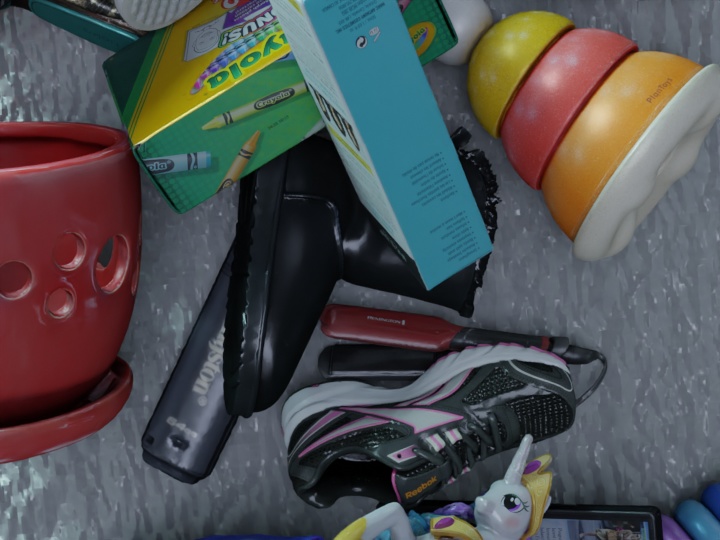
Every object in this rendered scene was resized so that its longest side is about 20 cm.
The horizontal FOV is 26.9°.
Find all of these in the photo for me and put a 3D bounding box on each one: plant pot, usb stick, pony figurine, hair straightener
[{"bbox_3d":[-0.228,0.010,0.924,0.198,0.201,0.185,-4,105,1],"label":"plant pot"},{"bbox_3d":[-0.086,0.046,1.007,0.055,0.033,0.202,25,97,-4],"label":"usb stick"},{"bbox_3d":[0.056,0.215,0.911,0.199,0.165,0.196,-19,111,-41],"label":"pony figurine"},{"bbox_3d":[0.068,0.067,1.014,0.197,0.041,0.078,3,124,-5],"label":"hair straightener"}]

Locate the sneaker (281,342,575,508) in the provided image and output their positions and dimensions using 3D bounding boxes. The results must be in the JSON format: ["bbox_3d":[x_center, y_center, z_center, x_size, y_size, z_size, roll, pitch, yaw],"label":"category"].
[{"bbox_3d":[0.045,0.114,0.968,0.198,0.087,0.081,-15,125,12],"label":"sneaker"}]

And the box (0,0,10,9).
[{"bbox_3d":[-0.228,-0.255,0.888,0.148,0.107,0.200,44,69,-1],"label":"box"}]

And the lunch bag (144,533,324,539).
[{"bbox_3d":[-0.079,0.271,0.969,0.168,0.124,0.203,-8,96,30],"label":"lunch bag"}]

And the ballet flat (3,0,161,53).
[{"bbox_3d":[-0.214,-0.194,0.966,0.198,0.068,0.076,13,76,-7],"label":"ballet flat"}]

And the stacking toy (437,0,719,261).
[{"bbox_3d":[0.119,-0.117,0.955,0.200,0.146,0.147,40,97,14],"label":"stacking toy"}]

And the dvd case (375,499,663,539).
[{"bbox_3d":[0.108,0.224,0.996,0.198,0.018,0.145,-3,98,27],"label":"dvd case"}]

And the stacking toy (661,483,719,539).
[{"bbox_3d":[0.272,0.155,1.001,0.199,0.085,0.086,-39,96,0],"label":"stacking toy"}]

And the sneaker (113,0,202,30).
[{"bbox_3d":[-0.077,-0.235,0.920,0.199,0.079,0.080,-32,62,-1],"label":"sneaker"}]

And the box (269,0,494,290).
[{"bbox_3d":[0.009,-0.091,0.837,0.049,0.082,0.201,-30,127,-7],"label":"box"}]

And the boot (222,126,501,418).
[{"bbox_3d":[0.000,0.001,0.955,0.160,0.073,0.201,8,83,-16],"label":"boot"}]

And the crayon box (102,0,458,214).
[{"bbox_3d":[-0.052,-0.132,0.917,0.199,0.119,0.058,-31,127,1],"label":"crayon box"}]
